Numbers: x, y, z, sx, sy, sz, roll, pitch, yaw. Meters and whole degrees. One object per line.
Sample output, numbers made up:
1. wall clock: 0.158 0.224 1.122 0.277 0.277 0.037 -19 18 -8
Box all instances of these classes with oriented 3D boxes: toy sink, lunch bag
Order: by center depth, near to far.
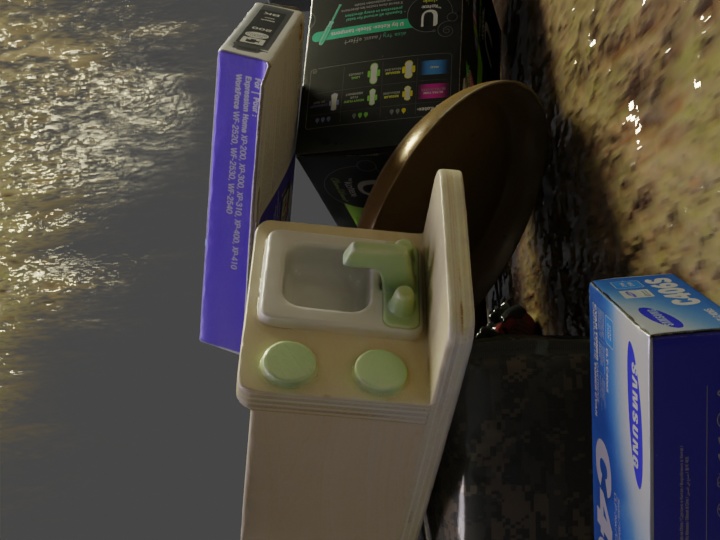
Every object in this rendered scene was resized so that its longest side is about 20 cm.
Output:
1. toy sink: -0.011 0.051 0.629 0.131 0.111 0.201 -90 7 -45
2. lunch bag: 0.093 0.122 0.706 0.200 0.117 0.165 158 111 -84

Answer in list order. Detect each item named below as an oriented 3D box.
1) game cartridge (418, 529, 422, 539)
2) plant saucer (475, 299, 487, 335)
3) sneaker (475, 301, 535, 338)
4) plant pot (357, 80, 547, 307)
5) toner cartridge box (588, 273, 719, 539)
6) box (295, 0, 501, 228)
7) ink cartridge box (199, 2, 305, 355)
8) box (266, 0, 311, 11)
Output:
1. game cartridge: 0.010 0.180 0.777 0.201 0.041 0.134 -97 11 -53
2. plant saucer: 0.080 0.038 1.070 0.200 0.036 0.202 -6 -90 -70
3. sneaker: 0.112 0.123 0.863 0.071 0.097 0.201 92 -163 -64
4. plant pot: 0.057 -0.036 0.749 0.027 0.200 0.201 30 143 30
5. toner cartridge box: 0.135 0.110 0.500 0.095 0.043 0.201 -108 14 -77
6. box: 0.036 -0.141 0.863 0.149 0.123 0.201 56 -146 -60
7. ink cartridge box: -0.073 -0.056 0.735 0.200 0.043 0.199 -82 -2 -66
8. box: 0.010 -0.316 0.991 0.107 0.199 0.150 -118 24 -86
